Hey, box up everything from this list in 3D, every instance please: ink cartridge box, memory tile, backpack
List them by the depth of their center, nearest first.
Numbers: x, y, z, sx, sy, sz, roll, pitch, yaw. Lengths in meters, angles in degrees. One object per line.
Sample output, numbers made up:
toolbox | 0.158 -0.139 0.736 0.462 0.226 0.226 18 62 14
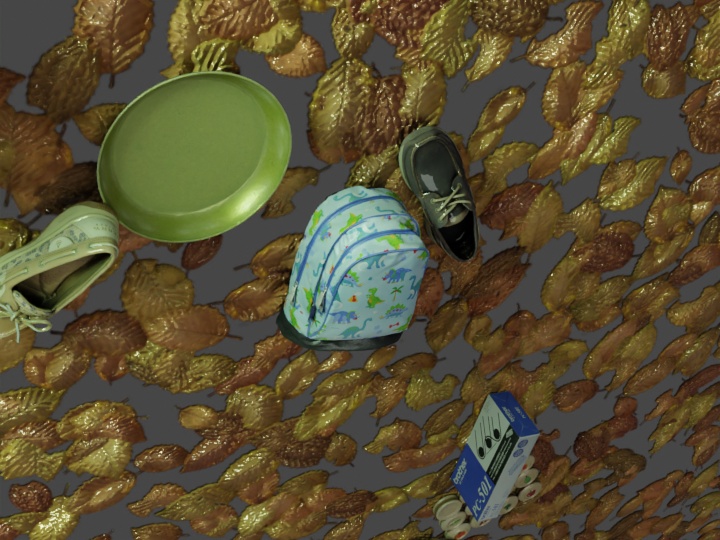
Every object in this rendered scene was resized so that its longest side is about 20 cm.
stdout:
backpack | 0.000 0.000 1.128 0.163 0.154 0.201 0 116 -23
ink cartridge box | 0.210 0.295 1.554 0.044 0.094 0.201 -5 131 -28
memory tile | 0.225 0.398 1.718 0.199 0.017 0.154 -28 138 -6

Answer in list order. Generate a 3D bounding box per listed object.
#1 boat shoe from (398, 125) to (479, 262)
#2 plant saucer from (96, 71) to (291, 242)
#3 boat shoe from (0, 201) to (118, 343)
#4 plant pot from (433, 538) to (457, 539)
boat shoe | 0.104 -0.086 1.147 0.074 0.073 0.200 -32 138 -2
plant saucer | -0.166 -0.116 0.981 0.199 0.031 0.200 -18 136 -18
boat shoe | -0.314 0.012 0.969 0.200 0.063 0.073 -39 139 23
plant pot | 0.136 0.607 1.710 0.200 0.199 0.201 -16 138 -15
